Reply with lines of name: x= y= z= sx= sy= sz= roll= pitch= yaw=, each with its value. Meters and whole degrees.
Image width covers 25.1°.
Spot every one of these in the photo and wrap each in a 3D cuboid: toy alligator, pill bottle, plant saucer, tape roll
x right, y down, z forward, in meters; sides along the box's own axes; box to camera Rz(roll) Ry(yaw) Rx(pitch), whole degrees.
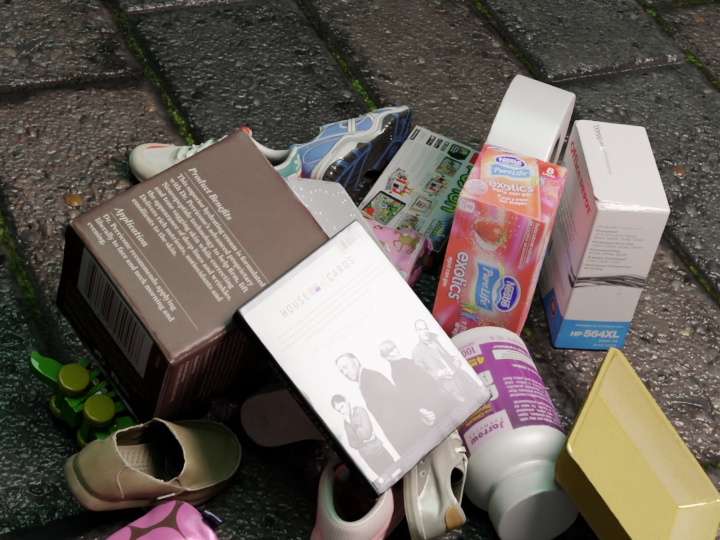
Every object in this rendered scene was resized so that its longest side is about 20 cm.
toy alligator: x=-0.233 y=0.143 z=1.509 sx=0.054 sy=0.059 sz=0.200 roll=-32 pitch=71 yaw=-34
pill bottle: x=0.138 y=0.160 z=1.548 sx=0.111 sy=0.113 sz=0.201 roll=-4 pitch=44 yaw=-18
plant saucer: x=0.253 y=0.200 z=1.510 sx=0.201 sy=0.048 sz=0.200 roll=54 pitch=32 yaw=-9
tape roll: x=0.173 y=-0.110 z=1.788 sx=0.070 sy=0.204 sz=0.203 roll=19 pitch=42 yaw=8

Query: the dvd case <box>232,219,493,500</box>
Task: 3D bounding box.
dvd case: x=0.004 y=0.075 z=1.409 sx=0.150 sy=0.025 sz=0.201 roll=-37 pitch=88 yaw=-28

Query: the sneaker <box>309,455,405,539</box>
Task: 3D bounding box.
sneaker: x=0.009 y=0.194 z=1.486 sx=0.075 sy=0.105 sz=0.201 roll=19 pitch=41 yaw=10

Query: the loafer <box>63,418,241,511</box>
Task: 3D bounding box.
loafer: x=-0.172 y=0.172 z=1.448 sx=0.199 sy=0.067 sz=0.077 roll=-8 pitch=67 yaw=-52

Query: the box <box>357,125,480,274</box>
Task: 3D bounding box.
box: x=0.073 y=-0.084 z=1.857 sx=0.109 sy=0.035 sz=0.200 roll=23 pitch=43 yaw=11

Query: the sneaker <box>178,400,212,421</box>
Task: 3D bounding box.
sneaker: x=-0.149 y=0.083 z=1.598 sx=0.199 sy=0.075 sz=0.106 roll=-30 pitch=61 yaw=-27

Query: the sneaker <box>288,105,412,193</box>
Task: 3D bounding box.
sneaker: x=-0.007 y=-0.152 z=1.870 sx=0.077 sy=0.076 sz=0.200 roll=26 pitch=34 yaw=24

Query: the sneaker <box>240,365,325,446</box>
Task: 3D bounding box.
sneaker: x=-0.004 y=0.109 z=1.535 sx=0.198 sy=0.081 sz=0.146 roll=-11 pitch=11 yaw=33

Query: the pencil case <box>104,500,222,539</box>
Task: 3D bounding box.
pencil case: x=-0.206 y=0.273 z=1.359 sx=0.199 sy=0.091 sz=0.094 roll=-29 pitch=63 yaw=-35

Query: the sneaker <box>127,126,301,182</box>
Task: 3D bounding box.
sneaker: x=-0.158 y=-0.127 z=1.799 sx=0.198 sy=0.094 sz=0.071 roll=14 pitch=41 yaw=0

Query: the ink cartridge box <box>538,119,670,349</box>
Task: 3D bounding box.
ink cartridge box: x=0.254 y=-0.037 z=1.726 sx=0.083 sy=0.201 sz=0.147 roll=4 pitch=42 yaw=-9

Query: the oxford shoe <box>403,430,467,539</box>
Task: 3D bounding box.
oxford shoe: x=0.070 y=0.164 z=1.504 sx=0.057 sy=0.076 sz=0.201 roll=-10 pitch=46 yaw=9

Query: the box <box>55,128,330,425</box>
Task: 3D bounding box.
box: x=-0.151 y=0.012 z=1.489 sx=0.199 sy=0.165 sz=0.166 roll=-30 pitch=72 yaw=-27

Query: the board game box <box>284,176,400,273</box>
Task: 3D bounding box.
board game box: x=0.000 y=0.000 z=1.594 sx=0.201 sy=0.026 sz=0.200 roll=57 pitch=13 yaw=7

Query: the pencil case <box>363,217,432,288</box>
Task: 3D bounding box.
pencil case: x=-0.025 y=-0.030 z=1.739 sx=0.198 sy=0.087 sz=0.083 roll=21 pitch=12 yaw=9

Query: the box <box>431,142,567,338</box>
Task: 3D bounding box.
box: x=0.140 y=-0.016 z=1.674 sx=0.094 sy=0.201 sz=0.103 roll=18 pitch=40 yaw=9
